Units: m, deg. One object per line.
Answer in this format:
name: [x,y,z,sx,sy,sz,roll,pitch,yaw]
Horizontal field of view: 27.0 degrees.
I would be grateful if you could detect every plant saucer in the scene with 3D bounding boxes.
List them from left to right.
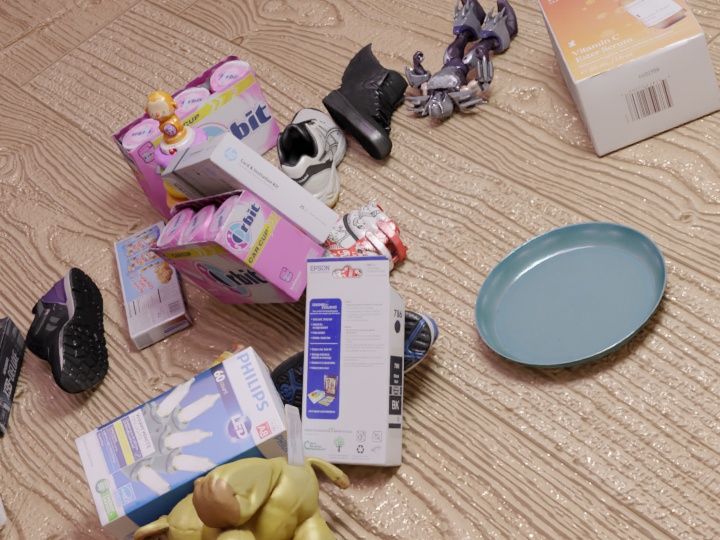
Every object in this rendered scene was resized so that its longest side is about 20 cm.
plant saucer: [0.212,0.028,1.503,0.198,0.028,0.201,-17,38,14]

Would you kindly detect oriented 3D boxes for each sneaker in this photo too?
sneaker: [-0.349,0.089,1.751,0.087,0.076,0.201,-34,31,15]
sneaker: [-0.064,-0.157,1.839,0.075,0.088,0.201,-21,36,10]
sneaker: [-0.004,0.099,1.528,0.198,0.077,0.077,-23,-5,21]
sneaker: [0.000,-0.001,1.632,0.107,0.068,0.202,-24,34,8]
sneaker: [0.018,-0.214,1.879,0.104,0.060,0.200,-37,34,-5]

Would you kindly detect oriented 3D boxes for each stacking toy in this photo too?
stacking toy: [-0.204,-0.132,1.800,0.115,0.201,0.110,-5,41,25]

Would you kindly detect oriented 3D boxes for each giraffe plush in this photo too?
giraffe plush: [-0.117,0.240,1.367,0.161,0.172,0.202,-27,42,36]

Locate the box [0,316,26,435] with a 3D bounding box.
box: [-0.502,0.149,1.773,0.198,0.050,0.159,-17,38,13]

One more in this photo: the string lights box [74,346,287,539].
string lights box: [-0.169,0.171,1.465,0.198,0.059,0.103,-28,58,2]

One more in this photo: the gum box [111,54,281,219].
gum box: [-0.202,-0.174,1.920,0.199,0.114,0.066,-36,38,-13]

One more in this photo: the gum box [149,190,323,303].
gum box: [-0.140,-0.022,1.638,0.199,0.113,0.067,-5,53,61]

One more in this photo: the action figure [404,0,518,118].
action figure: [0.122,-0.260,1.867,0.129,0.070,0.201,7,52,30]

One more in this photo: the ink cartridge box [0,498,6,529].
ink cartridge box: [-0.484,0.216,1.559,0.145,0.201,0.084,-31,34,-7]

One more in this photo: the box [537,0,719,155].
box: [0.304,-0.250,1.710,0.151,0.107,0.201,-21,37,7]

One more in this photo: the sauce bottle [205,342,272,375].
sauce bottle: [-0.173,0.164,1.543,0.066,0.066,0.200,21,60,44]

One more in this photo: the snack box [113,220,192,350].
snack box: [-0.251,0.014,1.801,0.071,0.024,0.201,-26,37,3]

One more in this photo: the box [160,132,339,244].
box: [-0.128,-0.083,1.672,0.041,0.155,0.200,-58,17,-13]

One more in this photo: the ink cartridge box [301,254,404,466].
ink cartridge box: [-0.007,0.088,1.460,0.098,0.039,0.203,-1,85,31]
